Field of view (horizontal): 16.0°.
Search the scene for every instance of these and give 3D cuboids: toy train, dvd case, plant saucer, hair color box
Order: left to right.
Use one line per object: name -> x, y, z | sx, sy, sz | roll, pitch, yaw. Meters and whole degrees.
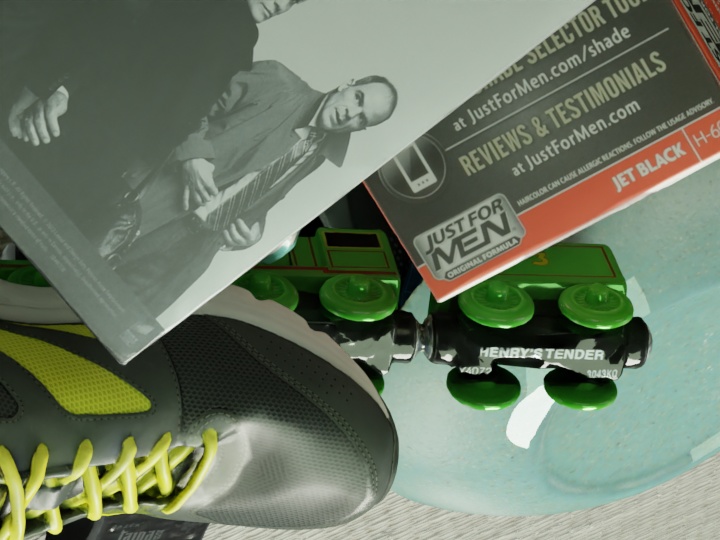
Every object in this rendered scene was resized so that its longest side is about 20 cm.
dvd case -> -0.023, -0.091, 0.602 | 0.200, 0.025, 0.150 | -38, 117, 1
toy train -> -0.014, 0.011, 0.746 | 0.199, 0.056, 0.042 | 2, 120, -11
hair color box -> 0.068, -0.068, 0.751 | 0.101, 0.061, 0.200 | -28, -170, 22
plant saucer -> 0.096, 0.026, 0.852 | 0.200, 0.039, 0.201 | -21, 145, -16

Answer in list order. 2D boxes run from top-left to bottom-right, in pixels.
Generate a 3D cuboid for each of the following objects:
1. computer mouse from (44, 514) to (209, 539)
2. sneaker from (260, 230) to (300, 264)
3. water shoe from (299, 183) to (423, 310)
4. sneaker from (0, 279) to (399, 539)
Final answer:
computer mouse -> -0.074, 0.095, 1.181 | 0.140, 0.046, 0.200 | -6, 143, -26
sneaker -> -0.031, -0.049, 0.728 | 0.075, 0.089, 0.200 | -16, -172, 29
water shoe -> 0.000, 0.000, 0.854 | 0.071, 0.079, 0.200 | -9, 137, 46
sneaker -> -0.086, 0.046, 0.669 | 0.199, 0.085, 0.075 | 12, 126, -14
